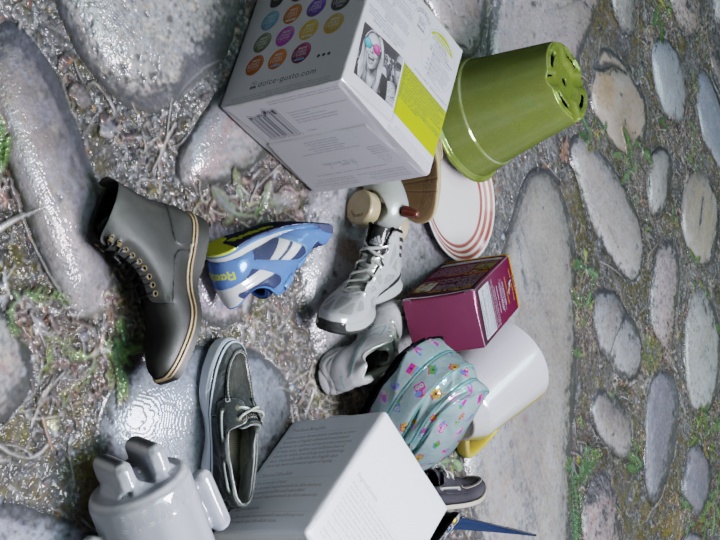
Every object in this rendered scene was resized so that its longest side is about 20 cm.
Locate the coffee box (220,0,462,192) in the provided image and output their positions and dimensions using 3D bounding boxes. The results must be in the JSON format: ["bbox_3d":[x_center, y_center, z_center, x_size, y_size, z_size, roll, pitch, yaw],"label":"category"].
[{"bbox_3d":[-0.019,-0.243,1.494,0.200,0.198,0.200,40,56,-42],"label":"coffee box"}]

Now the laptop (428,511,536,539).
[{"bbox_3d":[0.086,0.368,1.539,0.200,0.186,0.116,-46,108,-30],"label":"laptop"}]

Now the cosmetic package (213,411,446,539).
[{"bbox_3d":[-0.033,0.302,1.439,0.167,0.166,0.200,57,46,-21],"label":"cosmetic package"}]

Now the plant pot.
[{"bbox_3d":[0.233,-0.258,1.807,0.199,0.188,0.203,24,58,-45],"label":"plant pot"}]

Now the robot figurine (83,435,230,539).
[{"bbox_3d":[-0.216,0.278,1.260,0.168,0.112,0.202,-27,109,-29],"label":"robot figurine"}]

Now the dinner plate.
[{"bbox_3d":[0.148,-0.113,1.843,0.199,0.024,0.203,6,83,-53],"label":"dinner plate"}]

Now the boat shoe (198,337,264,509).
[{"bbox_3d":[-0.143,0.179,1.398,0.072,0.070,0.203,8,80,-51],"label":"boat shoe"}]

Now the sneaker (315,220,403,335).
[{"bbox_3d":[0.000,0.000,1.573,0.200,0.075,0.117,-41,140,-56],"label":"sneaker"}]

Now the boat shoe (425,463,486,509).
[{"bbox_3d":[0.117,0.310,1.725,0.199,0.072,0.064,-2,91,-48],"label":"boat shoe"}]

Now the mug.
[{"bbox_3d":[0.186,0.189,1.774,0.153,0.148,0.188,-39,110,-38],"label":"mug"}]

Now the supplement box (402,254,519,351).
[{"bbox_3d":[0.148,0.047,1.722,0.200,0.109,0.087,-36,115,-64],"label":"supplement box"}]

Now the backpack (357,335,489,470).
[{"bbox_3d":[0.078,0.185,1.582,0.166,0.126,0.201,-23,147,-54],"label":"backpack"}]

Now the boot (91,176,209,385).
[{"bbox_3d":[-0.242,0.011,1.294,0.138,0.077,0.203,28,52,-43],"label":"boot"}]

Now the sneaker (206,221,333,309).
[{"bbox_3d":[-0.110,-0.014,1.463,0.199,0.073,0.083,-21,105,-44],"label":"sneaker"}]

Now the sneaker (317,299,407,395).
[{"bbox_3d":[0.025,0.104,1.619,0.200,0.079,0.071,-46,120,-46],"label":"sneaker"}]

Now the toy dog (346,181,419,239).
[{"bbox_3d":[0.047,-0.136,1.654,0.131,0.095,0.203,-9,94,-52],"label":"toy dog"}]

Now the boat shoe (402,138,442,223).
[{"bbox_3d":[0.092,-0.170,1.735,0.064,0.070,0.203,-3,90,-62],"label":"boat shoe"}]
